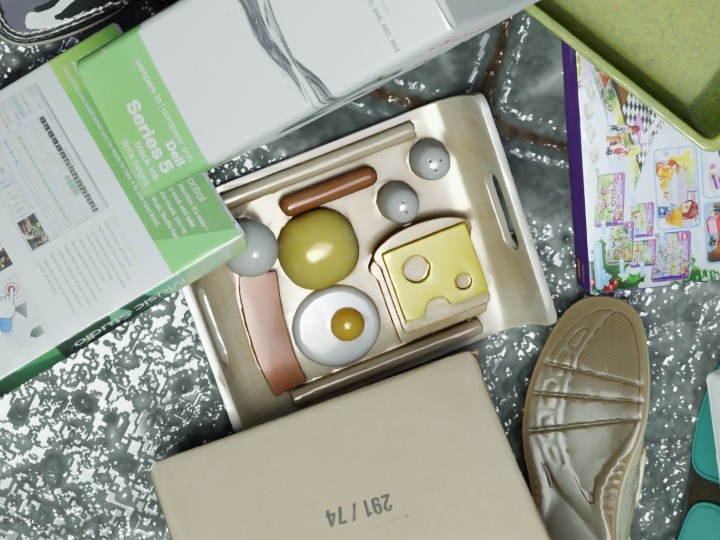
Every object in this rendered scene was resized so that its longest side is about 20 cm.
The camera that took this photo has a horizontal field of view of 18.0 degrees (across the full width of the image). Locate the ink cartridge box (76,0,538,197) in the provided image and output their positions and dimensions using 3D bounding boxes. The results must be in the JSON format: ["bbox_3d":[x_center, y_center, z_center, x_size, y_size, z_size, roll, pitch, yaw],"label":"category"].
[{"bbox_3d":[-0.023,-0.127,1.185,0.200,0.145,0.084,-26,93,27],"label":"ink cartridge box"}]

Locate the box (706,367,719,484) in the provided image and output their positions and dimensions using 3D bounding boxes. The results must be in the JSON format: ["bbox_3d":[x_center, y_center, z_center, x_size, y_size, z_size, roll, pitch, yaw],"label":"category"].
[{"bbox_3d":[0.318,0.132,1.301,0.199,0.130,0.201,-18,105,-37],"label":"box"}]

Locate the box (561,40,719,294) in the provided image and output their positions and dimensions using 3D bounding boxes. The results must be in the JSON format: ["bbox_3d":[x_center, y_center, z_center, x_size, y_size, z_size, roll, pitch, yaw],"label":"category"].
[{"bbox_3d":[0.189,-0.092,1.326,0.136,0.039,0.201,-5,100,-7],"label":"box"}]

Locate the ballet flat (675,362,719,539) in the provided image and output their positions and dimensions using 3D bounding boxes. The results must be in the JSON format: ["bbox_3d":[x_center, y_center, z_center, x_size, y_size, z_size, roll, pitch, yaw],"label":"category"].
[{"bbox_3d":[0.229,0.135,1.365,0.073,0.073,0.201,15,91,-12],"label":"ballet flat"}]

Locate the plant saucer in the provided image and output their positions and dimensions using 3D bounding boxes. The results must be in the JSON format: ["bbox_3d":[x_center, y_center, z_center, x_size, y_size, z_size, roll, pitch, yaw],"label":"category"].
[{"bbox_3d":[0.171,-0.191,1.265,0.200,0.048,0.200,39,77,4],"label":"plant saucer"}]

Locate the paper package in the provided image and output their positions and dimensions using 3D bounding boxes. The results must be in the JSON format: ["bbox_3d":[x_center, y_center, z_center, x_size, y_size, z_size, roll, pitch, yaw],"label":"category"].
[{"bbox_3d":[0.006,0.169,1.262,0.199,0.191,0.104,-19,147,-6],"label":"paper package"}]

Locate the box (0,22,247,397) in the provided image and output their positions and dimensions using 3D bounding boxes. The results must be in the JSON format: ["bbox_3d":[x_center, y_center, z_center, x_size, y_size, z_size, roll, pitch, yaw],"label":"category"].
[{"bbox_3d":[-0.182,-0.024,1.251,0.200,0.036,0.145,-31,79,-2],"label":"box"}]

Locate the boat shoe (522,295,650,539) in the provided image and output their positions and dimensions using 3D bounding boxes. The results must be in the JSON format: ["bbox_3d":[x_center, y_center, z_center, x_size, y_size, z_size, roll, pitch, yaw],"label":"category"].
[{"bbox_3d":[0.134,0.114,1.343,0.072,0.065,0.201,5,92,14],"label":"boat shoe"}]

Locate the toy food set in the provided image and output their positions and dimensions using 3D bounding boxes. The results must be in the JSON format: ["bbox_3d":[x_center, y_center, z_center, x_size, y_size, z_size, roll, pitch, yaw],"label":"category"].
[{"bbox_3d":[0.000,0.000,1.300,0.199,0.060,0.144,-21,102,-5],"label":"toy food set"}]

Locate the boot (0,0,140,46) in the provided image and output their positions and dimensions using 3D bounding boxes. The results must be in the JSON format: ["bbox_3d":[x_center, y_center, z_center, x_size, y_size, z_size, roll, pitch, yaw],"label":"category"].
[{"bbox_3d":[-0.111,-0.179,1.203,0.199,0.151,0.073,-27,103,-4],"label":"boot"}]
